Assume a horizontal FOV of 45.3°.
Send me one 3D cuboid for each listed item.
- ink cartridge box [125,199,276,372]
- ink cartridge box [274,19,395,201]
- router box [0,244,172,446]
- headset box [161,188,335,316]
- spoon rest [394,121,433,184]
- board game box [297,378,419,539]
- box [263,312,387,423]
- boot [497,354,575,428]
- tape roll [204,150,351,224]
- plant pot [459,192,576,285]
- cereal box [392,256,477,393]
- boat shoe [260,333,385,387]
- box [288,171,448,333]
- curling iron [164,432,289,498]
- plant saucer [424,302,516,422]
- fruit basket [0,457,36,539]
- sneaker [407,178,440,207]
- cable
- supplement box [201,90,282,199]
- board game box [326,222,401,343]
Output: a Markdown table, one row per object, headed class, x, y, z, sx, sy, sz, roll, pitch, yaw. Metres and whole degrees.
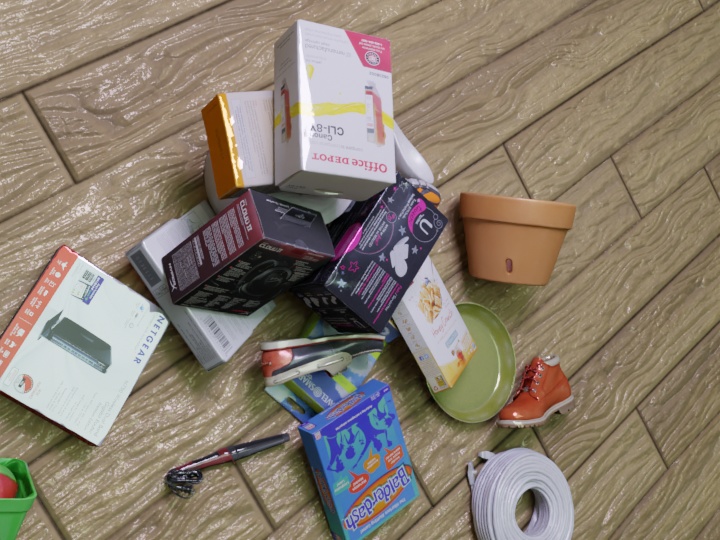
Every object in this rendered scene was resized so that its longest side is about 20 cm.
| class | x | y | z | sx | sy | sz | roll | pitch | yaw |
| --- | --- | --- | --- | --- | --- | --- | --- | --- | --- |
| ink cartridge box | -0.224 | 0.016 | 1.242 | 0.202 | 0.043 | 0.174 | 57 | 29 | -10 |
| ink cartridge box | -0.034 | -0.206 | 1.131 | 0.143 | 0.083 | 0.204 | 4 | 78 | -30 |
| router box | -0.375 | 0.100 | 1.143 | 0.178 | 0.049 | 0.202 | 35 | 65 | -21 |
| headset box | -0.143 | -0.023 | 1.155 | 0.148 | 0.199 | 0.078 | 12 | 50 | -52 |
| spoon rest | 0.052 | -0.215 | 1.437 | 0.199 | 0.061 | 0.100 | 38 | 26 | -18 |
| board game box | 0.001 | 0.291 | 1.304 | 0.151 | 0.045 | 0.203 | -29 | 113 | -31 |
| box | -0.047 | 0.136 | 1.332 | 0.122 | 0.047 | 0.201 | 42 | 62 | -17 |
| boot | 0.295 | 0.211 | 1.495 | 0.198 | 0.074 | 0.109 | -16 | 95 | -47 |
| tape roll | -0.118 | -0.149 | 1.288 | 0.200 | 0.139 | 0.207 | 7 | 77 | -29 |
| plant pot | 0.260 | -0.053 | 1.476 | 0.197 | 0.199 | 0.143 | 5 | 96 | -29 |
| cereal box | 0.107 | 0.073 | 1.370 | 0.202 | 0.039 | 0.144 | 61 | 33 | -8 |
| boat shoe | -0.052 | 0.126 | 1.261 | 0.197 | 0.071 | 0.064 | -5 | 86 | -27 |
| box | 0.012 | -0.021 | 1.240 | 0.114 | 0.132 | 0.201 | 41 | 69 | -20 |
| curling iron | -0.187 | 0.273 | 1.233 | 0.198 | 0.026 | 0.050 | -16 | 53 | -35 |
| plant saucer | 0.181 | 0.157 | 1.472 | 0.197 | 0.031 | 0.204 | 5 | 79 | -30 |
| fruit basket | -0.487 | 0.226 | 1.009 | 0.212 | 0.155 | 0.220 | -5 | 101 | -27 |
| sneaker | 0.051 | -0.087 | 1.397 | 0.197 | 0.077 | 0.114 | 1 | 66 | -30 |
| cable | 0.278 | 0.404 | 1.461 | 0.197 | 0.069 | 0.204 | 2 | 80 | -30 |
| supplement box | -0.105 | -0.175 | 1.175 | 0.197 | 0.073 | 0.128 | -9 | 85 | -31 |
| board game box | 0.000 | 0.000 | 1.359 | 0.200 | 0.034 | 0.136 | 44 | 37 | -16 |
